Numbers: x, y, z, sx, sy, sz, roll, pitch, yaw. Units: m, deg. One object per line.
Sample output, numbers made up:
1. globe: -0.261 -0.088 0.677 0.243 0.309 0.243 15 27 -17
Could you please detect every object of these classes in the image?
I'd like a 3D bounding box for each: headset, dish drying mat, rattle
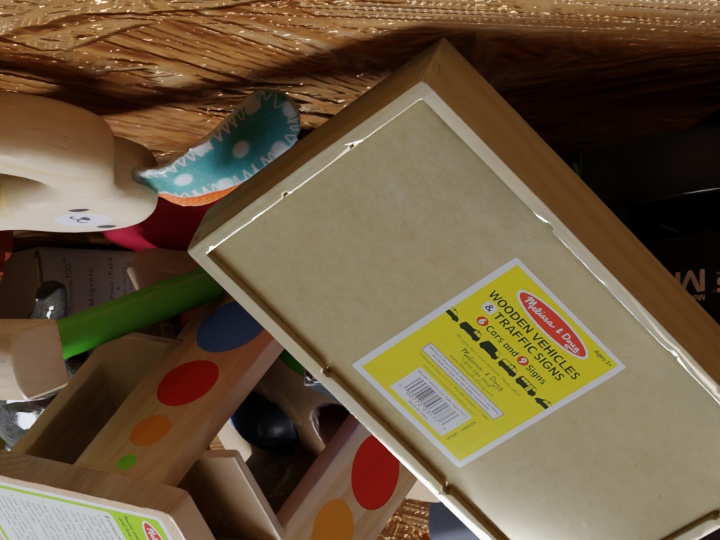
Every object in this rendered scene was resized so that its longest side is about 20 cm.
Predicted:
1. headset: 0.161 -0.023 1.102 0.200 0.094 0.123 -8 174 -15
2. dish drying mat: -0.045 -0.021 1.243 0.077 0.018 0.200 22 165 -17
3. rattle: -0.114 0.004 1.045 0.200 0.143 0.130 9 149 -32

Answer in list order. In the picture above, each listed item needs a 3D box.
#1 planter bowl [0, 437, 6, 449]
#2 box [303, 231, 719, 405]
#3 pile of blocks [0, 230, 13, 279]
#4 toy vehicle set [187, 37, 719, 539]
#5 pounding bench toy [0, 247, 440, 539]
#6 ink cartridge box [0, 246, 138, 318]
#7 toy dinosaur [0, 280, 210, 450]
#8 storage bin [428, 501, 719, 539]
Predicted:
1. planter bowl: -0.163 0.109 1.513 0.083 0.200 0.200 38 168 -2
2. box: 0.107 0.038 1.149 0.200 0.048 0.193 -7 159 24
3. pile of blocks: -0.183 0.001 1.170 0.062 0.082 0.200 -7 171 18
4. toy vehicle set: 0.050 0.025 1.045 0.124 0.200 0.027 -33 -160 36
5. pounding bench toy: -0.072 0.053 1.241 0.124 0.156 0.200 8 138 39
6. ink cartridge box: -0.212 0.022 1.456 0.173 0.044 0.200 4 169 -42
7. toy dinosaur: -0.131 0.058 1.356 0.102 0.077 0.200 -19 169 5
8. storage bin: 0.114 0.054 1.333 0.134 0.200 0.146 9 168 -19
